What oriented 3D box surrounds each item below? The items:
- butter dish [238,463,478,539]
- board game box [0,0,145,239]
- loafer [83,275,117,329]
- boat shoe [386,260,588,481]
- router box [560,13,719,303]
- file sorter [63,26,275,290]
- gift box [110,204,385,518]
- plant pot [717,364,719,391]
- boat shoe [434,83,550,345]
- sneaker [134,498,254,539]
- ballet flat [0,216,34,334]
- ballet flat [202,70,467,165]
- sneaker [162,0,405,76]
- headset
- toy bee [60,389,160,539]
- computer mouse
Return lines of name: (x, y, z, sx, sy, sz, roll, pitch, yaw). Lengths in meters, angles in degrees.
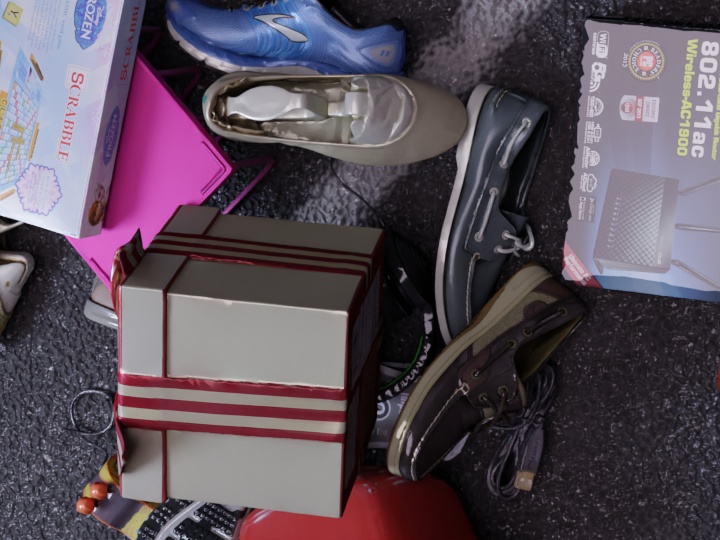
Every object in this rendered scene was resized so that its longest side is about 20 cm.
butter dish: (-0.006, 0.197, 1.410, 0.198, 0.199, 0.150, -21, 74, 29)
board game box: (-0.269, -0.146, 1.393, 0.197, 0.041, 0.202, 17, 101, 16)
loafer: (-0.129, 0.034, 1.491, 0.198, 0.072, 0.064, 16, 95, 19)
boat shoe: (0.095, 0.079, 1.369, 0.064, 0.073, 0.200, 30, 69, 24)
router box: (0.231, -0.080, 1.355, 0.148, 0.062, 0.203, 6, 99, 16)
file sorter: (-0.186, -0.111, 1.458, 0.139, 0.125, 0.200, -43, 82, 18)
gift box: (-0.088, 0.059, 1.311, 0.184, 0.200, 0.187, 6, 108, 9)
plant pot: (0.342, 0.045, 1.242, 0.174, 0.200, 0.202, 11, 101, 3)
boat shoe: (0.101, -0.037, 1.401, 0.061, 0.073, 0.203, 10, 95, 21)
sneaker: (-0.104, 0.185, 1.451, 0.073, 0.080, 0.201, 34, 81, 23)
ballet flat: (-0.303, -0.027, 1.545, 0.070, 0.071, 0.203, -2, 97, 19)
ballet flat: (-0.021, -0.116, 1.363, 0.197, 0.069, 0.070, 2, 98, 7)
sneaker: (-0.055, -0.188, 1.432, 0.198, 0.079, 0.090, 15, 104, 8)
headset: (0.000, 0.000, 1.427, 0.122, 0.094, 0.203, 1, 98, 11)
toy bee: (-0.184, 0.196, 1.508, 0.198, 0.109, 0.132, 23, 104, 14)
computer mouse: (0.051, 0.108, 1.451, 0.198, 0.044, 0.111, 11, 97, 15)
